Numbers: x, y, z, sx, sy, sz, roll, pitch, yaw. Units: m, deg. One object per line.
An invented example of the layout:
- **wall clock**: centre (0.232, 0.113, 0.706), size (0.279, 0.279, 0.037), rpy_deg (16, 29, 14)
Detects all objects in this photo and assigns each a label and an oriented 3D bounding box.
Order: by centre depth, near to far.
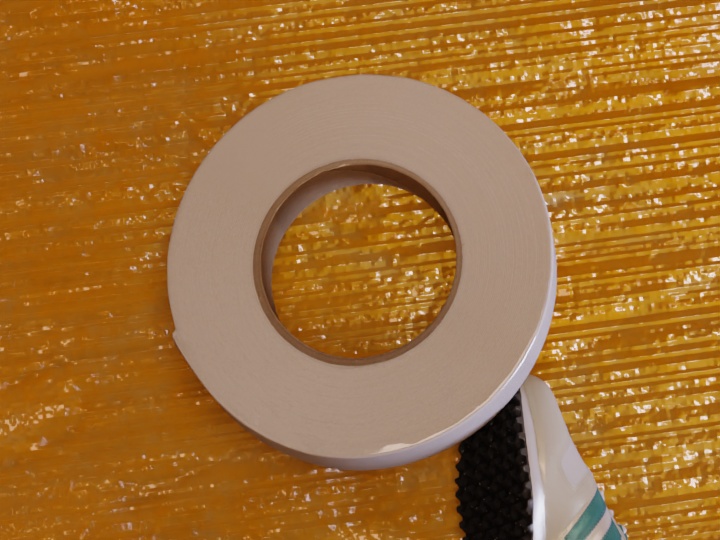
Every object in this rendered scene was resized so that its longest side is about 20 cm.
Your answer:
- **tape roll**: centre (0.000, 0.000, 1.274), size (0.201, 0.037, 0.205), rpy_deg (-2, 75, 6)
- **sneaker**: centre (0.112, 0.151, 1.289), size (0.093, 0.070, 0.201), rpy_deg (-2, 75, -32)
